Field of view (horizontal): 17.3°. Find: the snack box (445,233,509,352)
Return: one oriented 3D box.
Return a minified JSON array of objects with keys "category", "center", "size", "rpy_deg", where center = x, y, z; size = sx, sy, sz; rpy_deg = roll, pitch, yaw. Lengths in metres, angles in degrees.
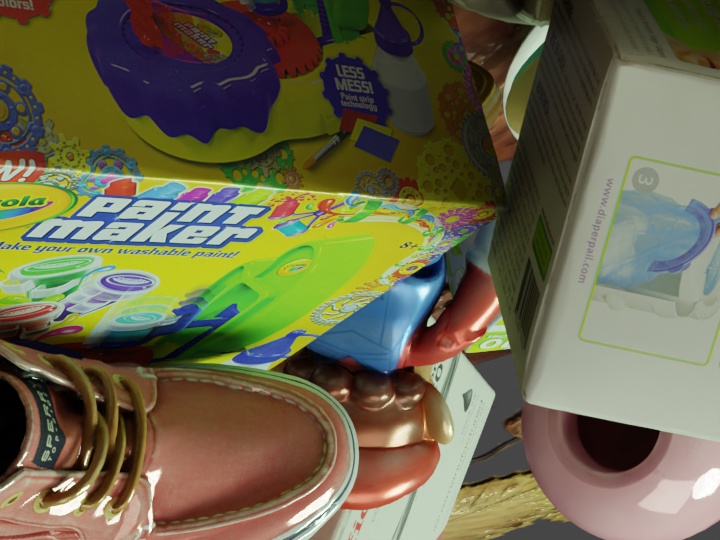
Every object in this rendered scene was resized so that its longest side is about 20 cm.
[{"category":"snack box","center":[0.155,-0.018,1.052],"size":[0.200,0.053,0.142],"rpy_deg":[-4,160,-26]}]

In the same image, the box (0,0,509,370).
[{"category":"box","center":[-0.101,-0.037,0.722],"size":[0.200,0.122,0.193],"rpy_deg":[3,153,-40]}]

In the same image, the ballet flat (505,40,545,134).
[{"category":"ballet flat","center":[0.140,-0.080,0.741],"size":[0.200,0.063,0.069],"rpy_deg":[-30,150,13]}]

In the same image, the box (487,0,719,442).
[{"category":"box","center":[0.148,-0.009,0.682],"size":[0.200,0.101,0.112],"rpy_deg":[12,-160,-6]}]

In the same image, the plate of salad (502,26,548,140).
[{"category":"plate of salad","center":[0.145,-0.092,0.847],"size":[0.200,0.048,0.200],"rpy_deg":[-12,156,-6]}]

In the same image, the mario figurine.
[{"category":"mario figurine","center":[0.000,0.000,0.888],"size":[0.106,0.123,0.200],"rpy_deg":[-27,140,-35]}]

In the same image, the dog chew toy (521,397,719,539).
[{"category":"dog chew toy","center":[0.164,0.081,1.241],"size":[0.125,0.125,0.200],"rpy_deg":[-23,166,22]}]

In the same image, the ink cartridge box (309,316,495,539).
[{"category":"ink cartridge box","center":[-0.014,0.087,1.053],"size":[0.085,0.146,0.200],"rpy_deg":[18,171,17]}]

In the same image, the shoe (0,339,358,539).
[{"category":"shoe","center":[-0.088,0.056,0.694],"size":[0.200,0.071,0.091],"rpy_deg":[-4,163,-18]}]

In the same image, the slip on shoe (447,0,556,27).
[{"category":"slip on shoe","center":[0.018,-0.118,0.684],"size":[0.061,0.076,0.200],"rpy_deg":[26,-168,26]}]
